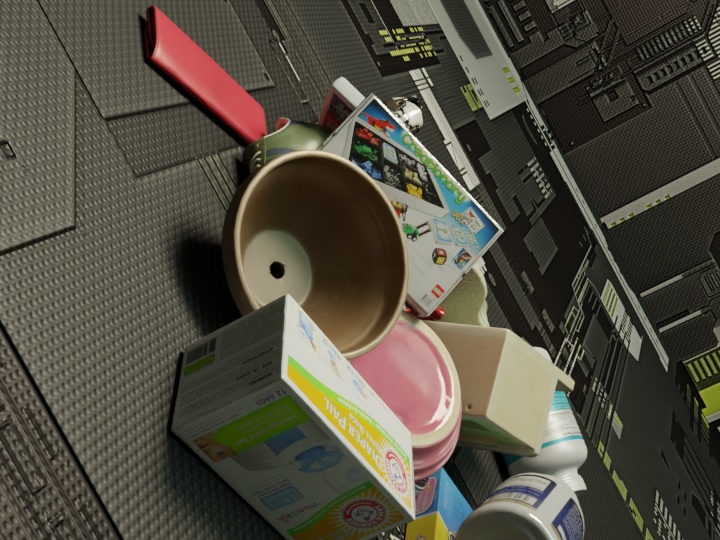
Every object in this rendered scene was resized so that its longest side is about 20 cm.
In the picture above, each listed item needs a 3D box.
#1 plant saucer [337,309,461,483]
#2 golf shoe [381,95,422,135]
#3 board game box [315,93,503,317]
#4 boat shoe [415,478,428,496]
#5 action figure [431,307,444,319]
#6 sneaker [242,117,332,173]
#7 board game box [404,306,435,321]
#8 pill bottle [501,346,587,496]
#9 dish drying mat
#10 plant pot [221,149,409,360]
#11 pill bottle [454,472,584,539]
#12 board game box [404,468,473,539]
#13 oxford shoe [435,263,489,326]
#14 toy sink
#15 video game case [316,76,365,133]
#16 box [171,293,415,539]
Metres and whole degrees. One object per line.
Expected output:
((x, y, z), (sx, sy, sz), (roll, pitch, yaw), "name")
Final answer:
((0.028, 0.113, 1.211), (0.200, 0.051, 0.201), (21, 52, -29), "plant saucer")
((0.036, -0.204, 1.693), (0.078, 0.094, 0.200), (57, 22, -17), "golf shoe")
((0.036, -0.066, 1.241), (0.200, 0.126, 0.035), (46, -14, -8), "board game box")
((0.033, 0.139, 1.279), (0.201, 0.066, 0.070), (66, 20, 10), "boat shoe")
((0.000, 0.000, 1.341), (0.200, 0.065, 0.052), (42, -5, -8), "action figure")
((-0.091, -0.098, 1.292), (0.089, 0.067, 0.200), (24, 44, 9), "sneaker")
((0.077, 0.041, 1.498), (0.158, 0.039, 0.201), (55, 14, -64), "board game box")
((0.234, 0.213, 1.622), (0.111, 0.110, 0.201), (23, 44, -60), "pill bottle")
((-0.164, -0.200, 1.301), (0.200, 0.018, 0.077), (41, 30, -48), "dish drying mat")
((-0.057, -0.007, 1.151), (0.200, 0.093, 0.202), (10, 72, -35), "plant pot")
((0.174, 0.276, 1.266), (0.112, 0.111, 0.200), (64, 20, 6), "pill bottle")
((0.100, 0.323, 1.247), (0.153, 0.040, 0.200), (55, 21, -20), "board game box")
((0.115, 0.030, 1.427), (0.200, 0.075, 0.058), (66, 16, -58), "oxford shoe")
((0.147, 0.147, 1.416), (0.200, 0.130, 0.113), (36, 65, -51), "toy sink")
((0.026, -0.105, 1.375), (0.200, 0.023, 0.182), (45, -24, 7), "video game case")
((-0.050, 0.136, 1.012), (0.200, 0.112, 0.102), (51, 23, -32), "box")
